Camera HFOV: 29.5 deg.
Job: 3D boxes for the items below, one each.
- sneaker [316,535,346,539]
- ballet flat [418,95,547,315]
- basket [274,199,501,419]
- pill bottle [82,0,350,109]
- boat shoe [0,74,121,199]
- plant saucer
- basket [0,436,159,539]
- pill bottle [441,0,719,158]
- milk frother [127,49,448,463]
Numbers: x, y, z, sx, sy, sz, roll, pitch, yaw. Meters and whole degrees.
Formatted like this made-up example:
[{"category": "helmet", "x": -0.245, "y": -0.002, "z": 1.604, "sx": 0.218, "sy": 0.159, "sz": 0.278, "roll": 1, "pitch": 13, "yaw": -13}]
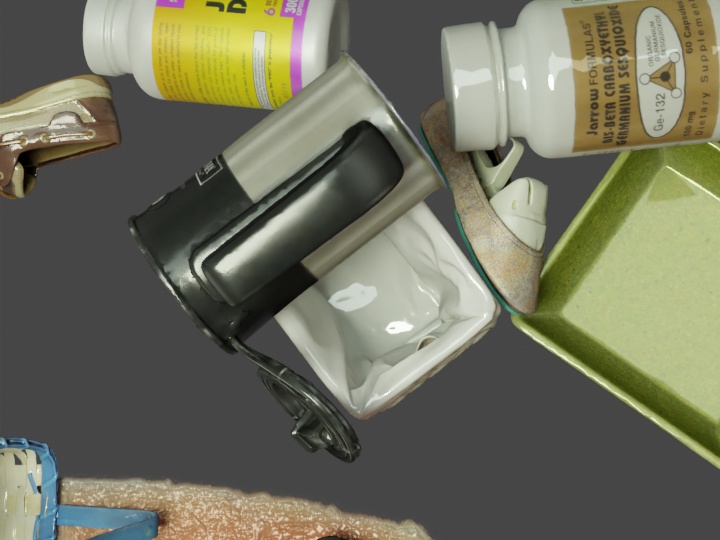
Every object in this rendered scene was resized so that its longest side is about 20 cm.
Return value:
[{"category": "sneaker", "x": -0.054, "y": 0.287, "z": 1.024, "sx": 0.091, "sy": 0.076, "sz": 0.200, "roll": 39, "pitch": 82, "yaw": 22}, {"category": "ballet flat", "x": 0.100, "y": -0.062, "z": 1.021, "sx": 0.067, "sy": 0.068, "sz": 0.201, "roll": -40, "pitch": 56, "yaw": 26}, {"category": "basket", "x": 0.000, "y": 0.000, "z": 1.028, "sx": 0.135, "sy": 0.123, "sz": 0.200, "roll": -37, "pitch": 76, "yaw": 2}, {"category": "pill bottle", "x": -0.114, "y": -0.184, "z": 1.086, "sx": 0.199, "sy": 0.104, "sz": 0.105, "roll": 6, "pitch": 82, "yaw": 10}, {"category": "boat shoe", "x": -0.290, "y": -0.093, "z": 1.119, "sx": 0.199, "sy": 0.072, "sz": 0.072, "roll": -19, "pitch": 79, "yaw": 1}, {"category": "plant saucer", "x": 0.247, "y": 0.014, "z": 1.024, "sx": 0.199, "sy": 0.048, "sz": 0.200, "roll": 35, "pitch": 87, "yaw": 13}, {"category": "basket", "x": -0.272, "y": 0.195, "z": 1.014, "sx": 0.199, "sy": 0.176, "sz": 0.140, "roll": 5, "pitch": 90, "yaw": 19}, {"category": "pill bottle", "x": 0.161, "y": -0.139, "z": 0.973, "sx": 0.199, "sy": 0.114, "sz": 0.115, "roll": -6, "pitch": 80, "yaw": 0}, {"category": "milk frother", "x": -0.018, "y": -0.004, "z": 0.914, "sx": 0.188, "sy": 0.181, "sz": 0.200, "roll": -37, "pitch": 119, "yaw": 3}]
